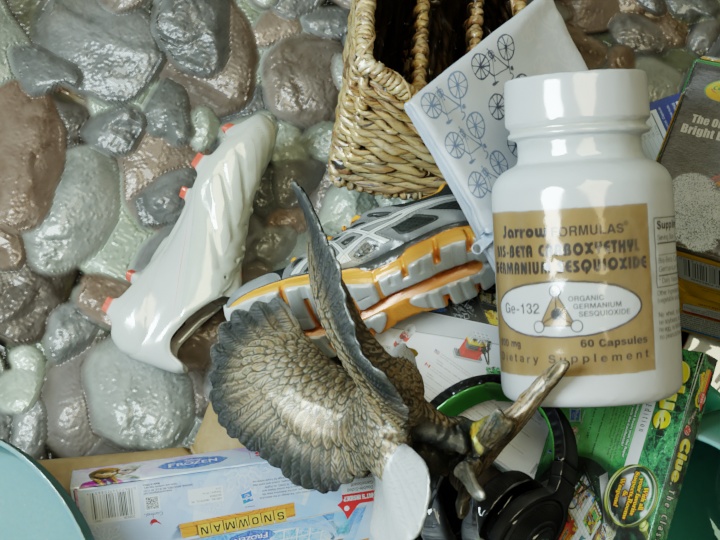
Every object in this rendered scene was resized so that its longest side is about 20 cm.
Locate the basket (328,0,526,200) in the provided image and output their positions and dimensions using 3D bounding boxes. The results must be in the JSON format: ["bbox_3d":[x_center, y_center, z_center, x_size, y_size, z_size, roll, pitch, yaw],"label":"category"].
[{"bbox_3d":[0.061,-0.165,1.034,0.142,0.149,0.201,9,56,-4],"label":"basket"}]

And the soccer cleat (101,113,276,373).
[{"bbox_3d":[-0.106,-0.019,1.035,0.077,0.069,0.200,29,80,12],"label":"soccer cleat"}]

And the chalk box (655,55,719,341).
[{"bbox_3d":[0.278,-0.061,1.010,0.124,0.124,0.200,17,66,21],"label":"chalk box"}]

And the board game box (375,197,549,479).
[{"bbox_3d":[0.086,0.055,1.033,0.200,0.035,0.126,36,81,12],"label":"board game box"}]

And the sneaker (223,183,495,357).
[{"bbox_3d":[0.000,0.000,1.006,0.199,0.078,0.077,-17,48,5],"label":"sneaker"}]

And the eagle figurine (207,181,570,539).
[{"bbox_3d":[-0.001,0.065,0.876,0.200,0.151,0.152,34,83,2],"label":"eagle figurine"}]

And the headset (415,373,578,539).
[{"bbox_3d":[0.067,0.159,0.933,0.123,0.094,0.201,1,66,33],"label":"headset"}]

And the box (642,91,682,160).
[{"bbox_3d":[0.197,-0.057,1.100,0.199,0.032,0.122,-18,76,-10],"label":"box"}]

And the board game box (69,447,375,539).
[{"bbox_3d":[-0.078,0.217,0.941,0.199,0.041,0.200,-6,100,-8],"label":"board game box"}]

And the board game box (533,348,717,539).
[{"bbox_3d":[0.160,0.143,0.945,0.023,0.105,0.201,26,79,-40],"label":"board game box"}]

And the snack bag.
[{"bbox_3d":[0.127,-0.070,0.992,0.189,0.021,0.200,-41,108,-41],"label":"snack bag"}]

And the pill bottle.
[{"bbox_3d":[0.139,-0.021,0.898,0.114,0.114,0.201,-4,92,-8],"label":"pill bottle"}]

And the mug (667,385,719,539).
[{"bbox_3d":[0.259,0.154,0.974,0.114,0.152,0.186,-12,103,-40],"label":"mug"}]

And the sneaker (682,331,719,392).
[{"bbox_3d":[0.276,0.017,1.066,0.085,0.073,0.200,37,74,2],"label":"sneaker"}]

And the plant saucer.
[{"bbox_3d":[-0.230,0.190,0.912,0.200,0.200,0.036,54,31,10],"label":"plant saucer"}]

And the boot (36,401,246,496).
[{"bbox_3d":[-0.150,0.129,0.965,0.199,0.066,0.176,-6,98,-9],"label":"boot"}]
